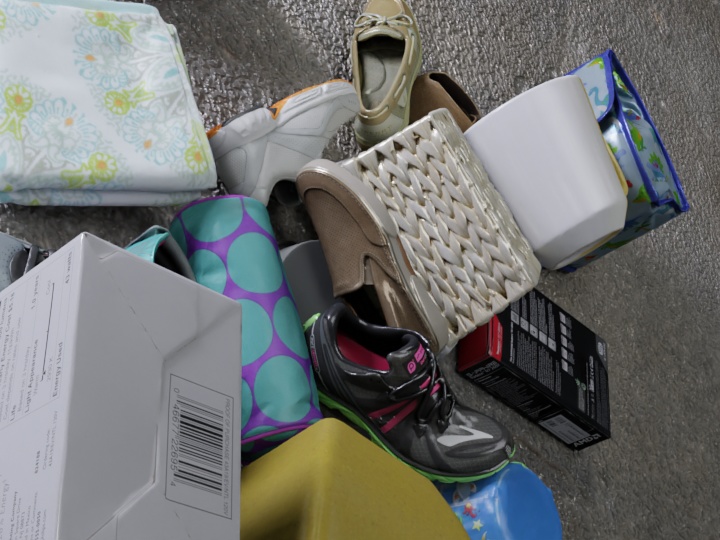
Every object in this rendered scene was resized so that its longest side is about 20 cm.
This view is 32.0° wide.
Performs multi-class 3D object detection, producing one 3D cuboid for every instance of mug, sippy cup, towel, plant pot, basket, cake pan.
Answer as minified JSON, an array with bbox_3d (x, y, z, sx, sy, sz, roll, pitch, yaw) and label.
[{"bbox_3d":[0.204,-0.095,1.250,0.185,0.150,0.155,-25,79,-18],"label":"mug"},{"bbox_3d":[0.092,0.222,1.040,0.139,0.129,0.180,36,45,-32],"label":"sippy cup"},{"bbox_3d":[-0.214,-0.131,0.952,0.198,0.048,0.173,-2,62,-36],"label":"towel"},{"bbox_3d":[-0.026,0.225,0.865,0.195,0.193,0.202,36,37,-29],"label":"plant pot"},{"bbox_3d":[0.072,-0.040,1.169,0.202,0.122,0.136,59,14,-3],"label":"basket"},{"bbox_3d":[-0.023,0.061,1.093,0.199,0.036,0.203,28,48,-36],"label":"cake pan"}]

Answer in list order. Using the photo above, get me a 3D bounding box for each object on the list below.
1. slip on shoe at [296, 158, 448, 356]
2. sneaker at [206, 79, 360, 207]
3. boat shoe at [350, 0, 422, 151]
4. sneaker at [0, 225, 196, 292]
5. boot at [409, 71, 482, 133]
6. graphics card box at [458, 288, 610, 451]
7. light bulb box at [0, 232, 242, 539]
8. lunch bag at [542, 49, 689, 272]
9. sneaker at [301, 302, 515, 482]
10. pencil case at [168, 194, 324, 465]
[{"bbox_3d":[0.000,0.000,1.076,0.060,0.076,0.202,-37,101,-36],"label":"slip on shoe"},{"bbox_3d":[-0.062,-0.109,1.140,0.199,0.075,0.093,-30,98,-46],"label":"sneaker"},{"bbox_3d":[0.022,-0.217,1.288,0.063,0.072,0.203,75,20,-56],"label":"boat shoe"},{"bbox_3d":[-0.187,0.008,0.863,0.199,0.120,0.085,29,47,-35],"label":"sneaker"},{"bbox_3d":[0.110,-0.122,1.340,0.201,0.075,0.074,51,34,-16],"label":"boot"},{"bbox_3d":[0.183,0.088,1.308,0.199,0.051,0.127,33,44,-31],"label":"graphics card box"},{"bbox_3d":[-0.178,0.120,0.734,0.124,0.199,0.201,27,48,-38],"label":"light bulb box"},{"bbox_3d":[0.250,-0.125,1.424,0.127,0.169,0.203,9,59,-54],"label":"lunch bag"},{"bbox_3d":[0.037,0.098,0.994,0.198,0.084,0.077,31,44,-1],"label":"sneaker"},{"bbox_3d":[-0.092,0.048,0.979,0.085,0.091,0.203,57,15,-69],"label":"pencil case"}]
